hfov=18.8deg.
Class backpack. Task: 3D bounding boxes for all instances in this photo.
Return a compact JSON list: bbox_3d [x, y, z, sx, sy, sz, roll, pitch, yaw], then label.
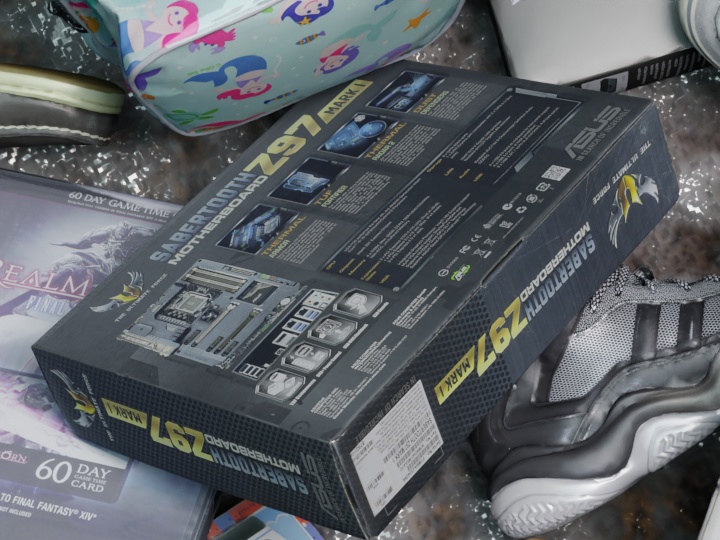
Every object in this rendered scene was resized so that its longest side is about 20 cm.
[{"bbox_3d":[-0.042,-0.141,0.838,0.177,0.200,0.151,-23,86,-2],"label":"backpack"}]

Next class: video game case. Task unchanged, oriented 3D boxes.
[{"bbox_3d":[-0.113,0.043,0.855,0.142,0.019,0.201,12,47,7],"label":"video game case"}]

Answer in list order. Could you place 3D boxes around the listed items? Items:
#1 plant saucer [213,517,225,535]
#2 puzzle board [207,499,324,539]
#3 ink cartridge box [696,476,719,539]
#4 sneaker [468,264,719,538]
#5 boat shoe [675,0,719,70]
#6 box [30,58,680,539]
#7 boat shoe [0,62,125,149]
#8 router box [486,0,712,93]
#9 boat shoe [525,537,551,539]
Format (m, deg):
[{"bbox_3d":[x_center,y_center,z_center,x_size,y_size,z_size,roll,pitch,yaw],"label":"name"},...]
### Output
[{"bbox_3d":[-0.136,0.163,0.899,0.199,0.034,0.202,0,85,5],"label":"plant saucer"},{"bbox_3d":[-0.036,0.169,0.815,0.151,0.200,0.017,51,122,8],"label":"puzzle board"},{"bbox_3d":[0.199,0.086,0.760,0.144,0.084,0.201,20,80,12],"label":"ink cartridge box"},{"bbox_3d":[0.116,0.012,0.867,0.199,0.075,0.114,-33,81,2],"label":"sneaker"},{"bbox_3d":[0.217,-0.071,0.835,0.200,0.072,0.070,21,116,-12],"label":"boat shoe"},{"bbox_3d":[0.000,0.000,0.811,0.157,0.051,0.200,14,47,40],"label":"box"},{"bbox_3d":[-0.195,-0.056,0.913,0.200,0.072,0.066,4,90,12],"label":"boat shoe"},{"bbox_3d":[0.113,-0.181,0.897,0.156,0.052,0.201,-15,83,4],"label":"router box"},{"bbox_3d":[0.055,0.195,0.823,0.072,0.072,0.201,34,53,-21],"label":"boat shoe"}]
